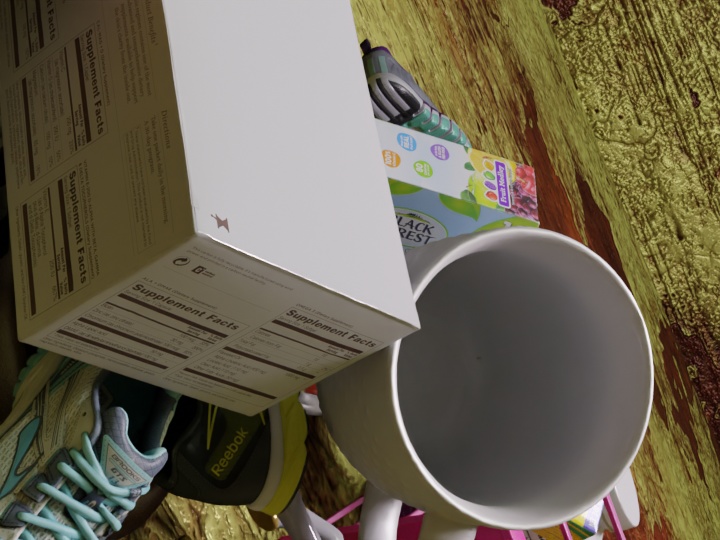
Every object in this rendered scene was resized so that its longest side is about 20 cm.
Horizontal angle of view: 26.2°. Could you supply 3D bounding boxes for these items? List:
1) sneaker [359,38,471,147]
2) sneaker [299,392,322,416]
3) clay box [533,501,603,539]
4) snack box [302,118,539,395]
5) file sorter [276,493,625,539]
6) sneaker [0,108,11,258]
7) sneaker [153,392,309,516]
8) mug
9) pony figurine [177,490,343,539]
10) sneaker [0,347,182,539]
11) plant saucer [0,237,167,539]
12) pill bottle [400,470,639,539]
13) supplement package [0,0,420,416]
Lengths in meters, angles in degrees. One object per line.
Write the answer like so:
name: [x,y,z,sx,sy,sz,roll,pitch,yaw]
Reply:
sneaker: [0.062,-0.165,1.637,0.200,0.074,0.088,48,24,-48]
sneaker: [-0.020,0.051,1.140,0.199,0.076,0.115,16,80,-63]
clay box: [0.091,0.101,1.108,0.199,0.048,0.115,30,57,-14]
snack box: [0.000,0.000,0.934,0.141,0.200,0.053,14,46,-18]
file sorter: [0.070,0.209,1.025,0.125,0.199,0.140,-26,97,-49]
sneaker: [-0.186,-0.062,0.778,0.200,0.088,0.075,-41,142,-66]
sneaker: [-0.086,0.037,0.847,0.084,0.075,0.201,6,52,-33]
mug: [0.043,0.082,0.825,0.147,0.175,0.202,19,80,-18]
pony figurine: [-0.025,0.220,0.867,0.200,0.166,0.193,41,53,-8]
sneaker: [-0.140,0.097,0.711,0.078,0.086,0.201,51,44,-31]
plant saucer: [-0.147,0.046,0.841,0.200,0.032,0.202,43,39,-48]
pill bottle: [0.113,0.190,1.217,0.113,0.199,0.113,56,23,-39]
supplement package: [-0.075,-0.057,0.730,0.155,0.110,0.201,24,47,-48]
